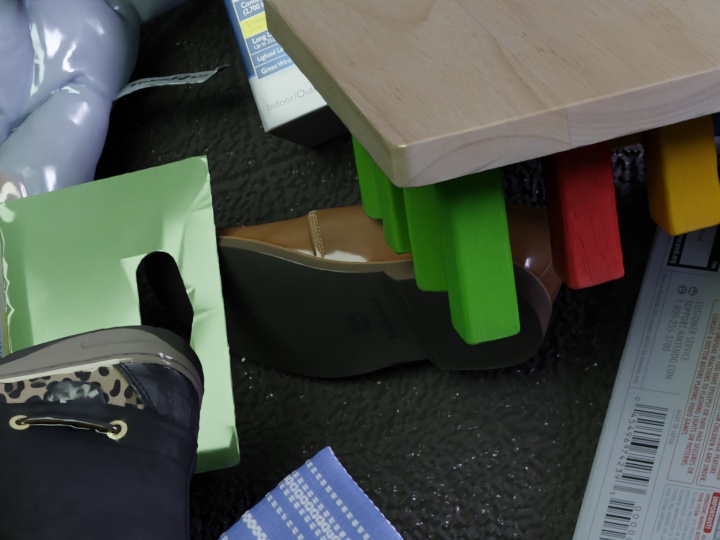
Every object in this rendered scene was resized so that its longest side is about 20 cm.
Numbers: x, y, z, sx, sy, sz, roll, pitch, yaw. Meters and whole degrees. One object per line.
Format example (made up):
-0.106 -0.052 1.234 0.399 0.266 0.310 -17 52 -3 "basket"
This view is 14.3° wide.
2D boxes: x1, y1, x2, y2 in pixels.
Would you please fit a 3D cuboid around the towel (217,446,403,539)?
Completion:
-0.046 0.180 1.068 0.200 0.024 0.145 -43 54 1 "towel"

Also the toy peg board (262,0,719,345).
0.085 -0.062 1.148 0.198 0.098 0.200 -14 26 -11 "toy peg board"

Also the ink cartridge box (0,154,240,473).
-0.158 0.031 1.221 0.199 0.048 0.146 -14 69 17 "ink cartridge box"

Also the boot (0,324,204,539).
-0.148 0.111 1.103 0.199 0.073 0.151 -16 44 4 "boot"

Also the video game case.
0.189 0.044 1.140 0.181 0.022 0.201 7 71 30 "video game case"

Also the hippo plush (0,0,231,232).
-0.183 -0.102 1.293 0.199 0.161 0.160 -23 41 19 "hippo plush"

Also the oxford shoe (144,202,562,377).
0.000 0.000 1.242 0.199 0.072 0.071 3 43 28 "oxford shoe"

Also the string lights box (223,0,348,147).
-0.019 -0.168 1.286 0.102 0.059 0.201 -22 78 17 "string lights box"
